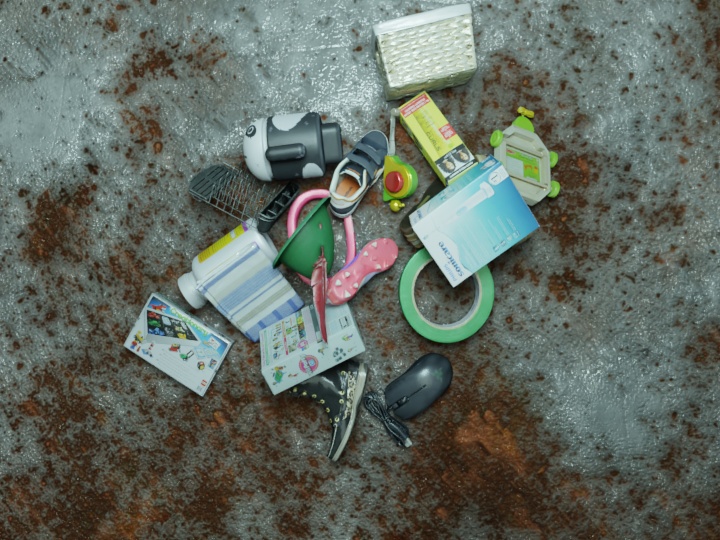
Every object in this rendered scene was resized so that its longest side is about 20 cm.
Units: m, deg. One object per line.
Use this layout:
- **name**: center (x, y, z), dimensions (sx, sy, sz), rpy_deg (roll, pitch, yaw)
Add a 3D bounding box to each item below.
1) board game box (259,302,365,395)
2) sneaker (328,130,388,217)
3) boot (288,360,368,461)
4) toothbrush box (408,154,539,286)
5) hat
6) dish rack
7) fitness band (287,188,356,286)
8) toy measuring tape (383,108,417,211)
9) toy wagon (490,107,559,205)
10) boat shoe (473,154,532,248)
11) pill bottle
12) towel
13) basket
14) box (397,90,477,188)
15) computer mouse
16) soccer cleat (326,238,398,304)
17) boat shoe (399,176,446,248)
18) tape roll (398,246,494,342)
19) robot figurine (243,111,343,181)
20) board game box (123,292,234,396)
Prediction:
- **board game box**: center (-0.101, 0.138, 1.132), dimensions (0.196, 0.148, 0.065), rpy_deg (-25, 118, 1)
- **sneaker**: center (0.001, -0.206, 1.149), dimensions (0.077, 0.080, 0.204), rpy_deg (24, 76, 8)
- **boot**: center (-0.076, 0.270, 1.170), dimensions (0.146, 0.073, 0.206), rpy_deg (18, 86, 0)
- **toothbrush box**: center (0.211, -0.093, 1.079), dimensions (0.198, 0.086, 0.147), rpy_deg (-37, 105, 11)
- **hat**: center (-0.059, -0.007, 1.092), dimensions (0.175, 0.166, 0.201), rpy_deg (40, 93, 1)
- **dish rack**: center (-0.235, -0.161, 1.141), dimensions (0.196, 0.154, 0.055), rpy_deg (28, 126, 2)
- **fitness band**: center (-0.081, -0.068, 1.191), dimensions (0.139, 0.037, 0.207), rpy_deg (-7, 89, 4)
- **toy measuring tape**: center (0.085, -0.221, 1.158), dimensions (0.071, 0.074, 0.207), rpy_deg (4, 104, 1)
- **toy wagon**: center (0.331, -0.235, 1.159), dimensions (0.151, 0.039, 0.206), rpy_deg (14, 66, -21)
- **boat shoe**: center (0.288, -0.150, 1.172), dimensions (0.063, 0.071, 0.204), rpy_deg (-26, 96, -7)
- **pill bottle**: center (-0.270, -0.010, 1.158), dimensions (0.197, 0.104, 0.106), rpy_deg (-34, 90, 1)
- **towel**: center (-0.216, 0.047, 1.140), dimensions (0.145, 0.024, 0.201), rpy_deg (-35, 131, 0)
- **basket**: center (0.126, -0.429, 1.140), dimensions (0.194, 0.136, 0.127), rpy_deg (-11, 94, 1)
- **box**: center (0.154, -0.260, 1.145), dimensions (0.074, 0.050, 0.203), rpy_deg (-30, 67, 1)
- **computer mouse**: center (0.113, 0.256, 1.178), dimensions (0.199, 0.053, 0.139), rpy_deg (-43, 89, 1)
- **soccer cleat**: center (0.000, 0.000, 1.154), dimensions (0.199, 0.076, 0.067), rpy_deg (-42, 98, -35)
- **boat shoe**: center (0.165, -0.132, 1.178), dimensions (0.200, 0.072, 0.076), rpy_deg (-45, 121, -4)
- **tape roll**: center (0.176, 0.044, 1.179), dimensions (0.194, 0.048, 0.207), rpy_deg (0, 90, 1)
- **robot figurine**: center (-0.132, -0.245, 1.120), dimensions (0.193, 0.151, 0.129), rpy_deg (-6, 71, 1)
- **board game box**: center (-0.379, 0.153, 1.193), dimensions (0.197, 0.035, 0.128), rpy_deg (32, 91, 1)
